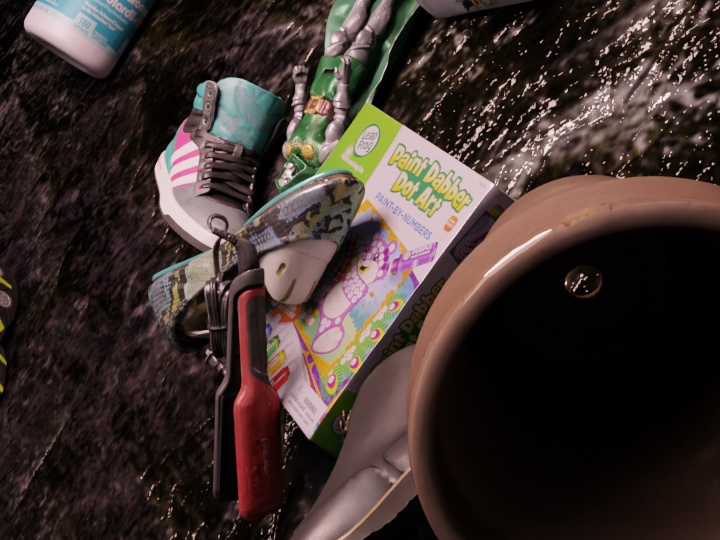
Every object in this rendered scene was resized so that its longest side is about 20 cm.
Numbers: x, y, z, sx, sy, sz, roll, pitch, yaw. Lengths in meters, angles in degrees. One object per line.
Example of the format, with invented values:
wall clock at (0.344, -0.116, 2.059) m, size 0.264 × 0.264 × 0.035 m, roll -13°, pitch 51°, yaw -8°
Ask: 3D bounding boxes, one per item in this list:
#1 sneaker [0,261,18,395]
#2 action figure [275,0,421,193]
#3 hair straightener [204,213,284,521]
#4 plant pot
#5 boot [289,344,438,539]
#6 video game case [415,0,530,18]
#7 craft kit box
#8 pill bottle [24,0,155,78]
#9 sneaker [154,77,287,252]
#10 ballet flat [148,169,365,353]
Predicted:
sneaker at (-0.398, 0.063, 1.378) m, size 0.076 × 0.075 × 0.201 m, roll -35°, pitch 36°, yaw 29°
action figure at (-0.019, -0.145, 1.077) m, size 0.118 × 0.055 × 0.201 m, roll 6°, pitch 71°, yaw 52°
hair straightener at (-0.089, 0.059, 0.891) m, size 0.077 × 0.041 × 0.202 m, roll 17°, pitch 118°, yaw 52°
plant pot at (0.117, 0.033, 0.631) m, size 0.200 × 0.200 × 0.175 m, roll -45°, pitch 16°, yaw 17°
boot at (-0.008, 0.138, 0.800) m, size 0.199 × 0.078 × 0.139 m, roll -36°, pitch 31°, yaw 8°
video game case at (0.138, -0.286, 0.994) m, size 0.181 × 0.045 × 0.201 m, roll 1°, pitch 63°, yaw 55°
craft kit box at (0.000, 0.000, 0.930) m, size 0.198 × 0.048 × 0.200 m, roll -52°, pitch 32°, yaw 2°
pill bottle at (-0.281, -0.325, 1.530) m, size 0.201 × 0.110 × 0.111 m, roll -59°, pitch 32°, yaw -3°
sneaker at (-0.105, -0.092, 1.121) m, size 0.121 × 0.083 × 0.200 m, roll -58°, pitch 29°, yaw 16°
ballet flat at (-0.066, 0.002, 0.930) m, size 0.199 × 0.074 × 0.075 m, roll -30°, pitch 40°, yaw 38°
